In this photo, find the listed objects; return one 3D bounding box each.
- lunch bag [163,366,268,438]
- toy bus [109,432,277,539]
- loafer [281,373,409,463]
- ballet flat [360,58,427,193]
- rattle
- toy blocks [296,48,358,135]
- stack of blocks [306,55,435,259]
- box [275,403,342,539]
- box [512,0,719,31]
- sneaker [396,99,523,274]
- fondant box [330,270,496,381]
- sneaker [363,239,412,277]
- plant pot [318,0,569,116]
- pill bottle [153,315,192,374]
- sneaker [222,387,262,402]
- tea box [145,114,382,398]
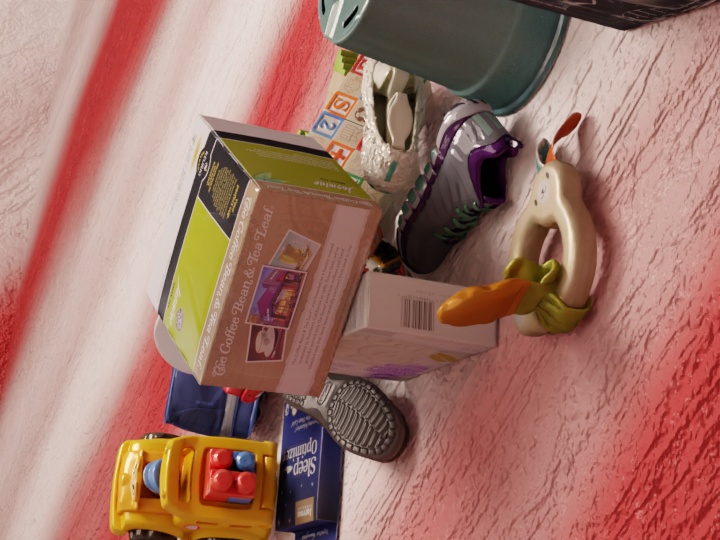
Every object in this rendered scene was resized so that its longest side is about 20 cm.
[{"bbox_3d":[-0.170,0.110,1.965,0.136,0.131,0.203,-178,99,-82],"label":"lunch bag"},{"bbox_3d":[-0.188,0.250,1.804,0.192,0.197,0.137,121,154,-69],"label":"toy bus"},{"bbox_3d":[-0.005,0.151,1.662,0.200,0.071,0.073,32,89,51],"label":"loafer"},{"bbox_3d":[0.038,-0.166,1.567,0.072,0.071,0.202,128,152,-45],"label":"ballet flat"},{"bbox_3d":[0.131,-0.047,1.359,0.130,0.141,0.203,132,140,-80],"label":"rattle"},{"bbox_3d":[0.002,-0.133,1.755,0.136,0.099,0.202,35,112,52],"label":"toy blocks"},{"bbox_3d":[0.006,-0.124,1.636,0.201,0.114,0.059,-58,-23,-23],"label":"stack of blocks"},{"bbox_3d":[-0.058,0.228,1.779,0.121,0.032,0.202,-30,54,60],"label":"box"},{"bbox_3d":[0.194,-0.287,1.241,0.196,0.198,0.126,172,107,-65],"label":"box"},{"bbox_3d":[0.097,-0.064,1.523,0.088,0.074,0.202,48,134,38],"label":"sneaker"},{"bbox_3d":[0.026,0.059,1.529,0.200,0.143,0.059,-26,58,61],"label":"fondant box"},{"bbox_3d":[0.000,0.000,1.672,0.078,0.082,0.200,-39,35,-4],"label":"sneaker"},{"bbox_3d":[0.075,-0.270,1.506,0.200,0.194,0.203,-37,47,55],"label":"plant pot"},{"bbox_3d":[-0.164,0.036,1.795,0.115,0.113,0.200,-65,-2,28],"label":"pill bottle"},{"bbox_3d":[-0.102,0.094,1.694,0.116,0.078,0.200,-54,-10,-8],"label":"sneaker"},{"bbox_3d":[-0.098,-0.015,1.484,0.197,0.132,0.202,51,127,56],"label":"tea box"}]
